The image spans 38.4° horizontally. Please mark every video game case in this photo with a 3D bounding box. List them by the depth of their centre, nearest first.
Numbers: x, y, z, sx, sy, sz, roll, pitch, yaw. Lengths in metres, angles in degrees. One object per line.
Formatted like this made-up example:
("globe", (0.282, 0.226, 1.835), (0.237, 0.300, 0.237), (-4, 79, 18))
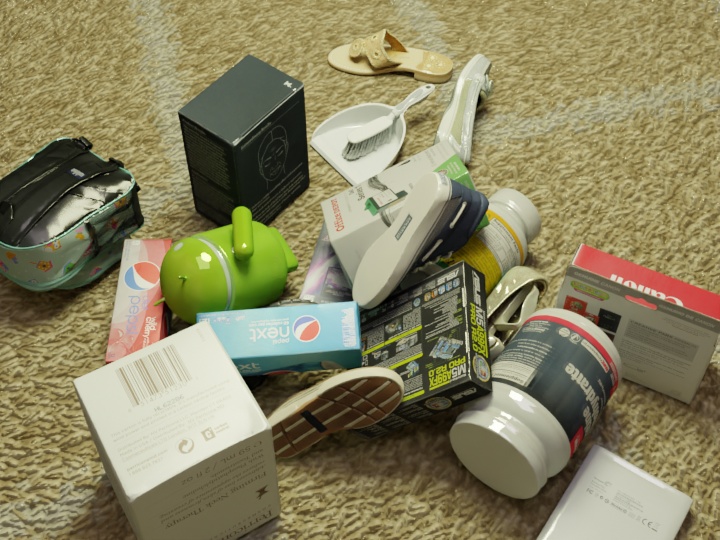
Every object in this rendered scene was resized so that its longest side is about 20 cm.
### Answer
("video game case", (0.000, 0.000, 1.436), (0.141, 0.019, 0.202), (10, 53, 7))

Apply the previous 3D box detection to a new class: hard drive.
("hard drive", (0.281, 0.311, 1.187), (0.131, 0.026, 0.200), (28, 57, 20))

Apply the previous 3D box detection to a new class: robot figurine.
("robot figurine", (-0.176, 0.003, 1.348), (0.199, 0.175, 0.116), (-20, 72, -45))

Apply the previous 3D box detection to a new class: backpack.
("backpack", (-0.414, -0.065, 1.398), (0.175, 0.154, 0.200), (32, 49, 25))

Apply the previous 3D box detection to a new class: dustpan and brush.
("dustpan and brush", (0.036, -0.224, 1.583), (0.199, 0.058, 0.140), (-32, 58, -23))

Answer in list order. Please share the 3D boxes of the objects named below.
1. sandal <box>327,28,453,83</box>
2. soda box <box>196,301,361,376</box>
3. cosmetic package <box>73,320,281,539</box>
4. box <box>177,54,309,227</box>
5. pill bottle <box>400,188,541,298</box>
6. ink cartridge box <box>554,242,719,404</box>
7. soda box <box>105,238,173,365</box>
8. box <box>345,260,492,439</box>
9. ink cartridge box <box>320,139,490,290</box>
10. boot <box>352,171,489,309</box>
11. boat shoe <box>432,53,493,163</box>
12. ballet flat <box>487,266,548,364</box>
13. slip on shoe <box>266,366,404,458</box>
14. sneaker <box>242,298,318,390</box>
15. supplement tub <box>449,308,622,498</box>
("sandal", (0.050, -0.364, 1.686), (0.209, 0.070, 0.078), (11, 52, 8))
("soda box", (-0.098, 0.086, 1.261), (0.197, 0.068, 0.065), (-4, 65, 0))
("cosmetic package", (-0.200, 0.202, 1.160), (0.166, 0.201, 0.167), (-25, 55, -19))
("box", (-0.159, -0.169, 1.451), (0.106, 0.201, 0.148), (31, 57, 22))
("pill bottle", (0.154, -0.021, 1.392), (0.112, 0.113, 0.200), (35, 60, 24))
("ink cartridge box", (0.349, 0.054, 1.293), (0.198, 0.177, 0.084), (22, 55, 16))
("soda box", (-0.287, 0.054, 1.364), (0.069, 0.064, 0.202), (-1, 51, -1))
("box", (0.066, 0.099, 1.254), (0.199, 0.044, 0.162), (-28, 48, 35))
("ink cartridge box", (0.053, -0.075, 1.362), (0.198, 0.085, 0.146), (-26, 25, 3))
("boot", (0.075, -0.024, 1.272), (0.090, 0.201, 0.073), (18, 31, -33))
("boat shoe", (0.168, -0.250, 1.600), (0.064, 0.075, 0.203), (20, 58, 8))
("ballet flat", (0.171, 0.074, 1.320), (0.062, 0.068, 0.201), (18, 66, 50))
("slip on shoe", (-0.034, 0.159, 1.236), (0.199, 0.076, 0.061), (-32, 22, 26))
("sneaker", (-0.128, 0.104, 1.328), (0.198, 0.076, 0.091), (-21, 60, -5))
("supplement tub", (0.211, 0.156, 1.235), (0.140, 0.141, 0.200), (30, 58, 22))
